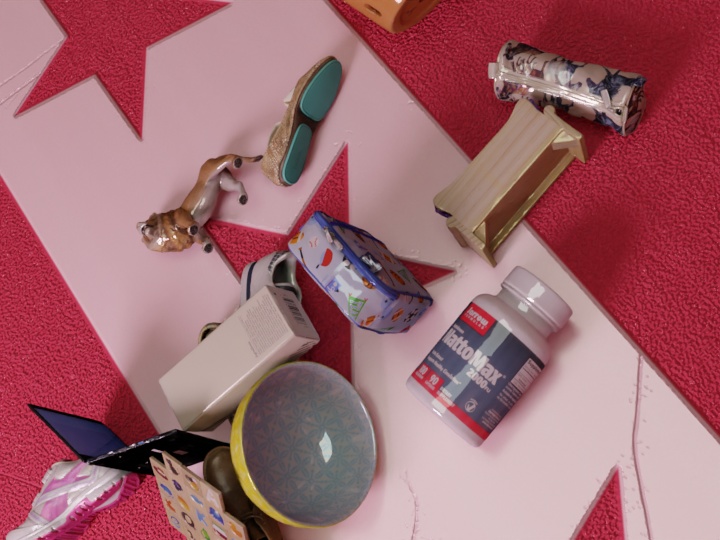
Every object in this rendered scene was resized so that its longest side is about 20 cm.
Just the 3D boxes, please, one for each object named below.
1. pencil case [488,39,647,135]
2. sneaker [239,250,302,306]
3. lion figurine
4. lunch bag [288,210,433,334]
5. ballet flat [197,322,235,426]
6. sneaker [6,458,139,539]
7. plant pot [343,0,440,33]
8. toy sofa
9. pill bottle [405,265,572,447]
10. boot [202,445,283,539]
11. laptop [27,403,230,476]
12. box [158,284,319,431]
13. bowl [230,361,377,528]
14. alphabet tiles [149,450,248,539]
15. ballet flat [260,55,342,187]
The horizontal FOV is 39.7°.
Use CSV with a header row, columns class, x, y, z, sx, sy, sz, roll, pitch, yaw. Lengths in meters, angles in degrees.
class,x,y,z,sx,sy,sz,roll,pitch,yaw
pencil case,0.265,-0.235,1.279,0.198,0.089,0.079,21,105,22
sneaker,-0.115,0.072,1.310,0.080,0.076,0.203,-19,66,39
lion figurine,-0.227,-0.099,1.415,0.201,0.073,0.122,-50,38,-8
lunch bag,0.000,0.000,1.240,0.076,0.200,0.161,-45,67,10
ballet flat,-0.163,0.154,1.322,0.070,0.071,0.202,-32,67,7
sneaker,-0.399,0.308,1.354,0.199,0.082,0.089,-35,65,-3
plant pot,0.047,-0.425,1.366,0.200,0.200,0.140,-43,83,2
toy sofa,0.191,-0.113,1.272,0.097,0.083,0.200,41,90,25
pill bottle,0.159,0.099,1.202,0.119,0.120,0.201,39,88,24
boot,-0.135,0.308,1.239,0.073,0.076,0.202,-26,80,-14
laptop,-0.290,0.204,1.289,0.197,0.177,0.105,-20,69,13
box,-0.153,0.113,1.247,0.199,0.068,0.083,-39,66,17
bowl,-0.088,0.221,1.237,0.107,0.198,0.203,-25,63,49
alphabet tiles,-0.191,0.311,1.224,0.165,0.202,0.006,27,49,32
ballet flat,-0.091,-0.216,1.409,0.065,0.070,0.202,15,76,36
